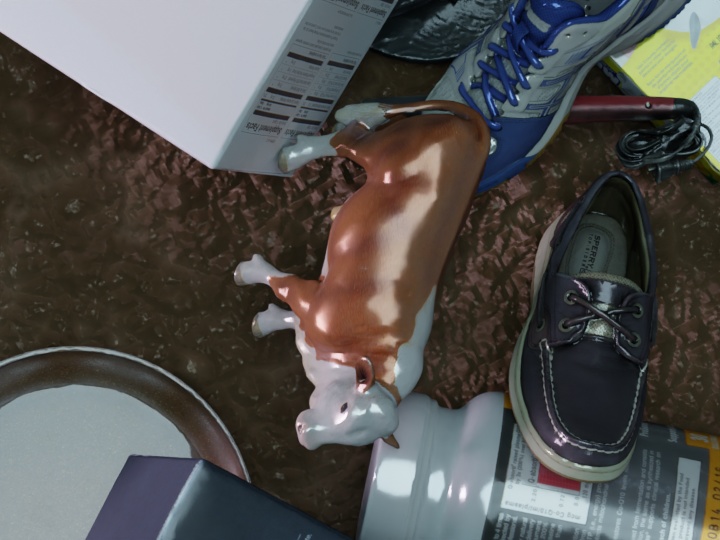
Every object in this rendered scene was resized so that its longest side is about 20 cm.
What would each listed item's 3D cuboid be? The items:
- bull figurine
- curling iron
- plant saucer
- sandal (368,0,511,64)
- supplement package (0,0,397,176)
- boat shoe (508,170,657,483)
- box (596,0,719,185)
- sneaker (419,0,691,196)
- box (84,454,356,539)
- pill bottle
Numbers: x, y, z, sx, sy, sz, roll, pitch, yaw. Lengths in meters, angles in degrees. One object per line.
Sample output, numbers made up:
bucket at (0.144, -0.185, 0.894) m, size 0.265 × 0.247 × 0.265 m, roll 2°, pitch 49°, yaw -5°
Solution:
bull figurine at (0.000, 0.000, 1.433) m, size 0.121 × 0.065 × 0.200 m, roll 18°, pitch 78°, yaw 33°
curling iron at (0.095, -0.083, 1.507) m, size 0.200 × 0.026 × 0.050 m, roll 8°, pitch 53°, yaw 15°
plant saucer at (-0.158, 0.142, 1.497) m, size 0.200 × 0.032 × 0.200 m, roll 0°, pitch 86°, yaw -5°
sandal at (-0.010, -0.171, 1.524) m, size 0.200 × 0.048 × 0.075 m, roll 20°, pitch 84°, yaw 1°
supplement package at (-0.066, -0.174, 1.440) m, size 0.152 × 0.151 × 0.200 m, roll 33°, pitch 98°, yaw 12°
boat shoe at (0.124, 0.025, 1.451) m, size 0.072 × 0.065 × 0.200 m, roll 15°, pitch 43°, yaw -3°
box at (0.173, -0.159, 1.531) m, size 0.117 × 0.048 × 0.200 m, roll -43°, pitch 90°, yaw -5°
sneaker at (0.092, -0.125, 1.460) m, size 0.200 × 0.088 × 0.075 m, roll -47°, pitch 68°, yaw 5°
box at (-0.042, 0.187, 1.414) m, size 0.200 × 0.148 × 0.107 m, roll 29°, pitch 79°, yaw -16°
pill bottle at (0.103, 0.129, 1.467) m, size 0.200 × 0.116 × 0.117 m, roll 12°, pitch 85°, yaw -1°
